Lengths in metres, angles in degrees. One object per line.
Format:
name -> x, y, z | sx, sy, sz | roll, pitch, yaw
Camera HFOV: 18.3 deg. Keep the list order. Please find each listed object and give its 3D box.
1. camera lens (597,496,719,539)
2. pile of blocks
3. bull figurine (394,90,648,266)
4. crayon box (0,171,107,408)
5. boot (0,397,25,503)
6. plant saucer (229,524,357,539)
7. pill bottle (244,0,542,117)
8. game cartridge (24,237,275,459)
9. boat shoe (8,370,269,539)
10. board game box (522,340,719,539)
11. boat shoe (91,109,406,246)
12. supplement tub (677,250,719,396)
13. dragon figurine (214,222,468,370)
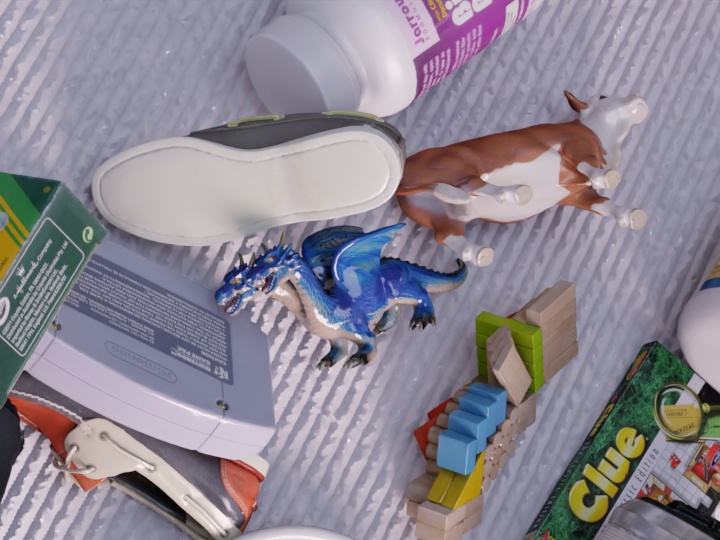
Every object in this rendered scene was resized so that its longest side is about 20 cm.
camera lens -> 0.192, 0.257, 1.424 | 0.160, 0.160, 0.200 | 33, 85, -13
pile of blocks -> 0.073, 0.085, 1.479 | 0.200, 0.062, 0.082 | -58, 145, -25
bull figurine -> 0.121, -0.065, 1.520 | 0.200, 0.121, 0.065 | -18, 120, -18
crayon box -> -0.256, 0.001, 1.288 | 0.052, 0.200, 0.126 | 50, 60, -42
boot -> -0.250, 0.142, 1.266 | 0.076, 0.200, 0.168 | 12, 75, 3
plant saucer -> -0.047, 0.261, 1.400 | 0.200, 0.050, 0.200 | 5, 78, -23
pill bottle -> 0.023, -0.172, 1.491 | 0.200, 0.112, 0.112 | -39, 95, -25
game cartridge -> -0.143, 0.038, 1.366 | 0.200, 0.042, 0.133 | 28, 33, -24
boat shoe -> -0.151, 0.111, 1.382 | 0.200, 0.071, 0.063 | 27, 72, -20
board game box -> 0.189, 0.157, 1.541 | 0.105, 0.023, 0.200 | 38, 67, -9
boat shoe -> -0.069, -0.062, 1.424 | 0.201, 0.060, 0.072 | -6, 109, 13
supplement tub -> 0.327, 0.001, 1.566 | 0.145, 0.145, 0.200 | 39, 67, -11
dragon figurine -> 0.000, 0.000, 1.451 | 0.200, 0.059, 0.100 | -28, 104, -34
